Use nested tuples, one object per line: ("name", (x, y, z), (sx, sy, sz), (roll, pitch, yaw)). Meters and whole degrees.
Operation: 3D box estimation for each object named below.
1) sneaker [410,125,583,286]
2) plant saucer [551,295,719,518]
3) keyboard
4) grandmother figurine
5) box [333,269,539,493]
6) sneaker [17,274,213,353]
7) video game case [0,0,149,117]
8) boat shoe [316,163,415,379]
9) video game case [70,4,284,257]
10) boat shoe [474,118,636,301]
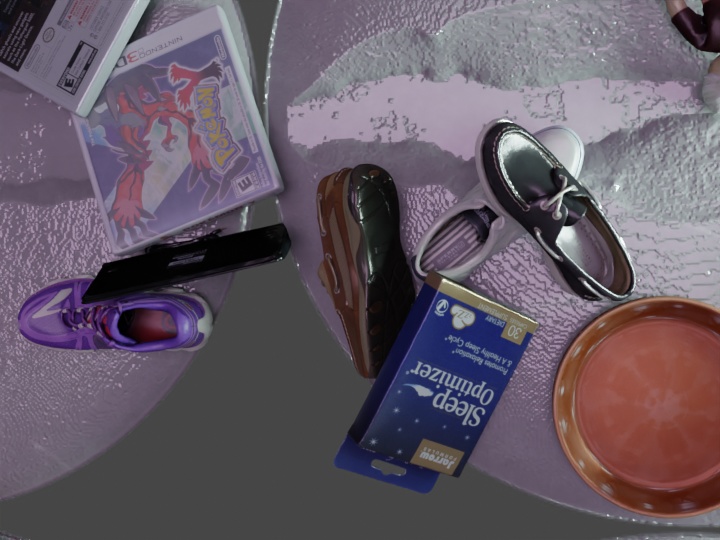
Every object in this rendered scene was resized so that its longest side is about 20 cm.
("sneaker", (0.127, -0.053, 0.769), (0.073, 0.071, 0.200), (44, 97, 6))
("plant saucer", (0.277, 0.123, 0.769), (0.200, 0.032, 0.201), (0, 91, 10))
("keyboard", (-0.158, 0.000, 0.807), (0.200, 0.104, 0.040), (-11, 117, 10))
("grandmother figurine", (0.332, -0.238, 0.744), (0.121, 0.061, 0.201), (3, 95, 36))
("box", (0.070, 0.112, 0.770), (0.121, 0.032, 0.200), (24, 97, -29))
("sneaker", (-0.248, 0.044, 0.824), (0.200, 0.083, 0.081), (-1, 91, 10))
("video game case", (-0.303, -0.281, 0.845), (0.182, 0.023, 0.200), (30, 92, 12))
("boat shoe", (0.000, 0.000, 0.797), (0.074, 0.076, 0.200), (3, 101, 41))
("video game case", (-0.189, -0.137, 0.830), (0.182, 0.023, 0.200), (-21, 80, 9))
("boat shoe", (0.171, -0.048, 0.723), (0.074, 0.060, 0.200), (-43, 115, -14))
